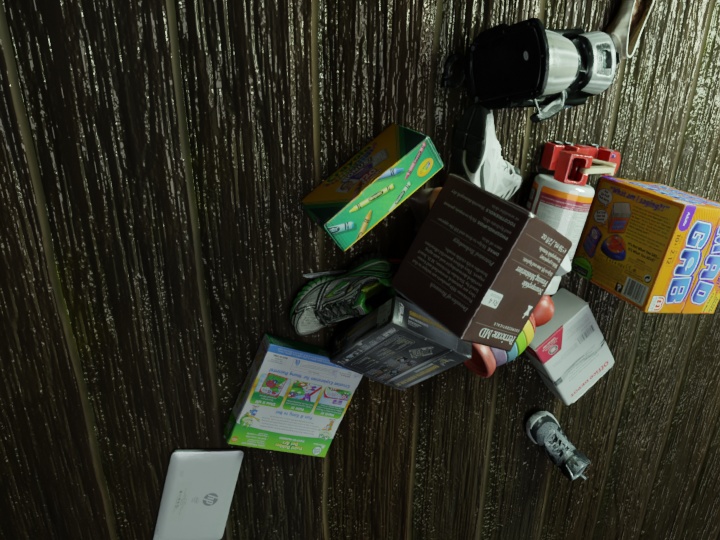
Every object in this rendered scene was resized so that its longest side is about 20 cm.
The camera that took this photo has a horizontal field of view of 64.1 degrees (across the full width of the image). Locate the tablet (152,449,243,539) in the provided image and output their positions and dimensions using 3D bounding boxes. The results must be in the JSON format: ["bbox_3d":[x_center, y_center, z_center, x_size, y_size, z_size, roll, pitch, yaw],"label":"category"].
[{"bbox_3d":[-0.292,0.409,1.035,0.128,0.014,0.203,8,109,-27],"label":"tablet"}]

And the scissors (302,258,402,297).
[{"bbox_3d":[0.000,0.000,0.991,0.197,0.014,0.074,14,113,-26],"label":"scissors"}]

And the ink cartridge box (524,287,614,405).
[{"bbox_3d":[0.432,0.163,1.215,0.145,0.083,0.201,-40,122,-4],"label":"ink cartridge box"}]

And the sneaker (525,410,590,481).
[{"bbox_3d":[0.458,0.405,1.314,0.075,0.114,0.200,-42,122,-2],"label":"sneaker"}]

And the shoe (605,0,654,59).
[{"bbox_3d":[0.479,-0.460,0.983,0.069,0.053,0.203,12,106,-28],"label":"shoe"}]

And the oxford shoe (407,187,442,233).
[{"bbox_3d":[0.136,-0.071,0.999,0.072,0.072,0.201,-61,144,-29],"label":"oxford shoe"}]

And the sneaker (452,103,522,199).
[{"bbox_3d":[0.221,-0.191,0.983,0.114,0.076,0.203,-19,126,-26],"label":"sneaker"}]

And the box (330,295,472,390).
[{"bbox_3d":[0.063,0.127,0.954,0.157,0.049,0.200,24,144,-21],"label":"box"}]

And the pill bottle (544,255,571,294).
[{"bbox_3d":[0.260,0.014,1.006,0.104,0.105,0.199,34,129,-31],"label":"pill bottle"}]

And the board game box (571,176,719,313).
[{"bbox_3d":[0.576,-0.051,1.119,0.197,0.200,0.203,2,111,-25],"label":"board game box"}]

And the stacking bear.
[{"bbox_3d":[0.288,0.106,1.116,0.198,0.114,0.123,-33,122,-13],"label":"stacking bear"}]

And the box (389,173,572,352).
[{"bbox_3d":[0.187,-0.010,0.893,0.165,0.164,0.202,17,104,-48],"label":"box"}]

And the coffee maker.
[{"bbox_3d":[0.267,-0.321,0.898,0.198,0.191,0.137,-13,125,-38],"label":"coffee maker"}]

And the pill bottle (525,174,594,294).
[{"bbox_3d":[0.347,-0.067,1.061,0.108,0.110,0.203,3,111,-25],"label":"pill bottle"}]

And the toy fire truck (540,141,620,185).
[{"bbox_3d":[0.397,-0.189,1.012,0.197,0.141,0.050,-1,113,-23],"label":"toy fire truck"}]

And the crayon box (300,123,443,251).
[{"bbox_3d":[0.015,-0.131,0.877,0.199,0.119,0.058,-41,122,-4],"label":"crayon box"}]

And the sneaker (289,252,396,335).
[{"bbox_3d":[-0.029,0.046,0.947,0.198,0.085,0.079,-32,125,1],"label":"sneaker"}]

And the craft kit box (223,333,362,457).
[{"bbox_3d":[-0.114,0.227,1.020,0.198,0.048,0.200,19,101,-30],"label":"craft kit box"}]
